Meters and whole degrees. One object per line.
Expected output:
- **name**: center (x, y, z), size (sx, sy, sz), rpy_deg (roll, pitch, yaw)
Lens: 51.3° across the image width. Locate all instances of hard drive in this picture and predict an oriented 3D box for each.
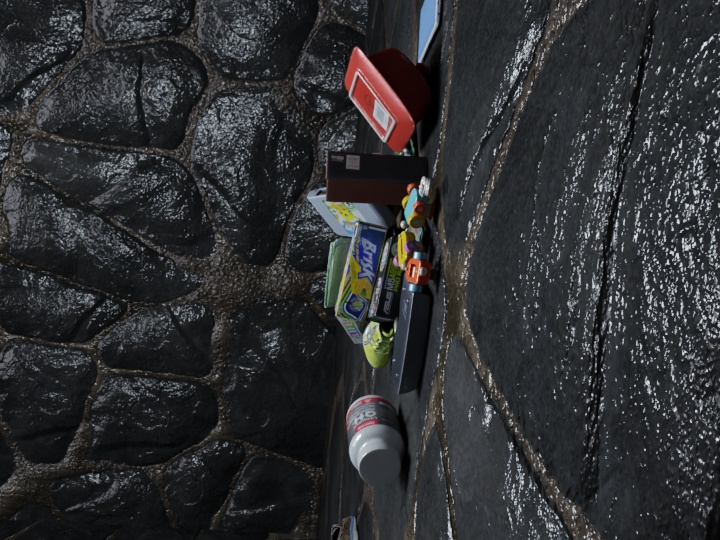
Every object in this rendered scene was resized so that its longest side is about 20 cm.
- **hard drive**: center (0.093, 0.116, 1.396), size (0.135, 0.042, 0.200), rpy_deg (-101, 18, -72)

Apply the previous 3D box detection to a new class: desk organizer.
- **desk organizer**: center (0.029, -0.182, 1.502), size (0.077, 0.200, 0.072), rpy_deg (99, 172, -57)

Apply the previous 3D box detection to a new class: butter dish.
- **butter dish**: center (0.078, -0.367, 1.515), size (0.200, 0.148, 0.200), rpy_deg (54, 168, 3)

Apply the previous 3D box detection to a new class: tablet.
- **tablet**: center (0.145, -0.529, 1.564), size (0.200, 0.014, 0.130), rpy_deg (125, 149, -81)

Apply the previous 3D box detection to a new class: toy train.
- **toy train**: center (0.112, -0.061, 1.332), size (0.150, 0.056, 0.200), rpy_deg (-179, 96, -73)

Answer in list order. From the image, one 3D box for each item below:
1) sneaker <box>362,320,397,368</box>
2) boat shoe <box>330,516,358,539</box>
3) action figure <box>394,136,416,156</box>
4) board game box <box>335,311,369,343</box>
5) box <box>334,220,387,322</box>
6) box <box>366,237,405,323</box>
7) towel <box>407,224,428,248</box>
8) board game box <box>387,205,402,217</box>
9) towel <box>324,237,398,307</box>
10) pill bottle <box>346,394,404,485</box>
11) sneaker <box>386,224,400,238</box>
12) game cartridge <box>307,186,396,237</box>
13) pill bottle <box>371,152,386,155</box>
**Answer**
- **sneaker**: center (0.047, 0.145, 1.694), size (0.076, 0.075, 0.200), rpy_deg (-94, 9, -58)
- **boat shoe**: center (-0.048, 0.757, 2.161), size (0.200, 0.072, 0.072), rpy_deg (158, 117, -84)
- **action figure**: center (0.096, -0.259, 1.668), size (0.200, 0.055, 0.118), rpy_deg (-97, 16, -48)
- **board game box**: center (-0.009, 0.056, 1.799), size (0.135, 0.034, 0.200), rpy_deg (60, -150, -49)
- **box**: center (0.000, 0.000, 1.553), size (0.070, 0.064, 0.200), rpy_deg (-120, 43, -82)
- **box**: center (0.050, 0.025, 1.546), size (0.200, 0.044, 0.161), rpy_deg (147, 135, -81)
- **towel**: center (0.102, -0.013, 1.494), size (0.147, 0.022, 0.200), rpy_deg (-103, 18, -65)
- **board game box**: center (0.079, -0.173, 1.732), size (0.096, 0.030, 0.200), rpy_deg (-61, 10, 15)
- **towel**: center (0.012, 0.002, 1.662), size (0.023, 0.200, 0.153), rpy_deg (21, 110, 49)
- **pill bottle**: center (0.030, 0.341, 1.502), size (0.200, 0.110, 0.111), rpy_deg (-103, 19, -72)
- **sneaker**: center (0.061, -0.096, 1.801), size (0.140, 0.078, 0.200), rpy_deg (104, 160, -51)
- **game cartridge**: center (-0.019, -0.130, 1.643), size (0.200, 0.133, 0.041), rpy_deg (-2, 49, 51)
- **pill bottle**: center (0.013, -0.182, 1.685), size (0.200, 0.112, 0.112), rpy_deg (131, 145, -64)
